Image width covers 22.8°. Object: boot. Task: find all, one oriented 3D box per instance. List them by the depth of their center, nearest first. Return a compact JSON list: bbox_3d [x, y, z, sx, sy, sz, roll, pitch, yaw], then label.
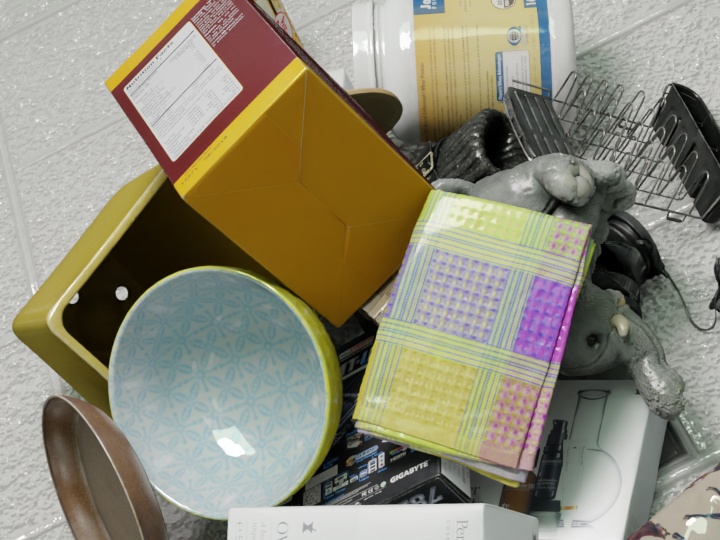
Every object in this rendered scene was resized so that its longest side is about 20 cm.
[{"bbox_3d":[0.067,-0.040,1.548,0.157,0.079,0.212,-26,40,28],"label":"boot"}]

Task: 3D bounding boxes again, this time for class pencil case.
[{"bbox_3d":[0.224,0.221,1.276,0.200,0.078,0.089,-38,36,-10],"label":"pencil case"}]

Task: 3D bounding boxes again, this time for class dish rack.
[{"bbox_3d":[0.222,-0.112,1.528,0.199,0.055,0.154,11,36,-24],"label":"dish rack"}]

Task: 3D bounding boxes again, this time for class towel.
[{"bbox_3d":[0.084,0.048,1.331,0.143,0.023,0.201,14,82,18],"label":"towel"}]

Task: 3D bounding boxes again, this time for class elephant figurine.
[{"bbox_3d":[0.152,0.020,1.387,0.155,0.141,0.201,-20,65,51],"label":"elephant figurine"}]

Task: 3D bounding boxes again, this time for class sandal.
[{"bbox_3d":[-0.069,-0.124,1.592,0.211,0.078,0.070,-30,48,8],"label":"sandal"}]

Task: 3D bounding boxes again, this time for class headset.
[{"bbox_3d":[0.210,0.000,1.476,0.199,0.094,0.124,15,57,17],"label":"headset"}]

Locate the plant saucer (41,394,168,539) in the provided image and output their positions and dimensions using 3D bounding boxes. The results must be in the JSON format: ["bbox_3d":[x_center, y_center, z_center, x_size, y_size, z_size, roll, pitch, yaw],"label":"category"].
[{"bbox_3d":[-0.203,0.190,1.450,0.032,0.201,0.200,-23,39,-26],"label":"plant saucer"}]

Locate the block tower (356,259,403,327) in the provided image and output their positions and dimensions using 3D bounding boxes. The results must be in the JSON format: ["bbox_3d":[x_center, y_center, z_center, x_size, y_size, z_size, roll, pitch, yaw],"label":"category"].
[{"bbox_3d":[0.000,0.000,1.469,0.054,0.058,0.200,-49,42,-3],"label":"block tower"}]

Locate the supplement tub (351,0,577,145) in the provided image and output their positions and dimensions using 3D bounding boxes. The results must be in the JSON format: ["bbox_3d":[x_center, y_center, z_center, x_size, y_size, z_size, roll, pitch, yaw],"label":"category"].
[{"bbox_3d":[0.095,-0.191,1.646,0.199,0.145,0.145,-3,47,3],"label":"supplement tub"}]

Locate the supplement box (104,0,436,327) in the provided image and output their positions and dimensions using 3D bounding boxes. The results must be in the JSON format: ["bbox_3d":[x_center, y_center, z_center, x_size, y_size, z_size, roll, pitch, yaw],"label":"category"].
[{"bbox_3d":[-0.066,-0.099,1.411,0.133,0.197,0.200,-45,40,6],"label":"supplement box"}]

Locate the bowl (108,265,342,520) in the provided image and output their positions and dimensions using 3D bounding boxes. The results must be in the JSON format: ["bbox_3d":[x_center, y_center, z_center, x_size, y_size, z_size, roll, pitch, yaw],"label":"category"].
[{"bbox_3d":[-0.090,0.091,1.428,0.199,0.108,0.202,3,96,26],"label":"bowl"}]

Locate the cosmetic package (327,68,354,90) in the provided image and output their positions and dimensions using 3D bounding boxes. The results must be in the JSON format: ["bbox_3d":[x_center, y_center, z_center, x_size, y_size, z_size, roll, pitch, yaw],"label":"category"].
[{"bbox_3d":[-0.037,-0.078,1.665,0.084,0.108,0.201,-14,44,16],"label":"cosmetic package"}]

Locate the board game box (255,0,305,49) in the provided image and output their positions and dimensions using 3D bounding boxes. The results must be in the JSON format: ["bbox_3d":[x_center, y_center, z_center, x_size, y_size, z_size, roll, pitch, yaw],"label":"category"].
[{"bbox_3d":[-0.115,-0.183,1.770,0.046,0.152,0.201,-2,49,25],"label":"board game box"}]

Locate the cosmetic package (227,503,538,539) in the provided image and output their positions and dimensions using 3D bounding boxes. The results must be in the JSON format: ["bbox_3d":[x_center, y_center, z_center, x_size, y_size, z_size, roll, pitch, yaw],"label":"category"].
[{"bbox_3d":[0.015,0.269,1.253,0.199,0.123,0.201,-4,76,22],"label":"cosmetic package"}]

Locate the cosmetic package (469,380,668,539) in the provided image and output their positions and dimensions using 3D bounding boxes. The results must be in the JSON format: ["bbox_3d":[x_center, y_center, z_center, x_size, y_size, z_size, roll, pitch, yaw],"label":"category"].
[{"bbox_3d":[0.130,0.159,1.402,0.199,0.052,0.151,-2,47,26],"label":"cosmetic package"}]

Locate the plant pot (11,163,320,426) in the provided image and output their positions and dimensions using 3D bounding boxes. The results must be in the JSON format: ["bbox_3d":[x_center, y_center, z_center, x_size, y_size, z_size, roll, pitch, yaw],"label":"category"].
[{"bbox_3d":[-0.190,0.042,1.574,0.195,0.196,0.200,-54,22,-24],"label":"plant pot"}]

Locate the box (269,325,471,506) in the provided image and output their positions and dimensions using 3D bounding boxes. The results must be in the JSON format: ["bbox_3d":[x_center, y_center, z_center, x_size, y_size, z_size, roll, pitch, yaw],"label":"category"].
[{"bbox_3d":[-0.006,0.141,1.438,0.199,0.050,0.199,-30,34,24],"label":"box"}]
